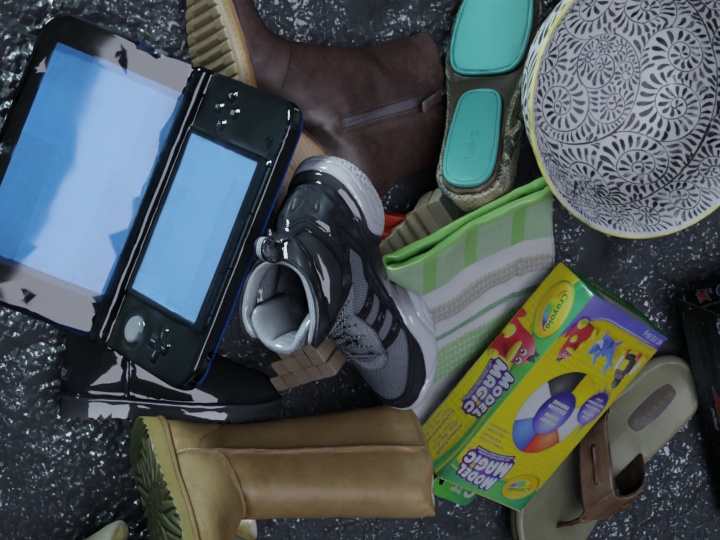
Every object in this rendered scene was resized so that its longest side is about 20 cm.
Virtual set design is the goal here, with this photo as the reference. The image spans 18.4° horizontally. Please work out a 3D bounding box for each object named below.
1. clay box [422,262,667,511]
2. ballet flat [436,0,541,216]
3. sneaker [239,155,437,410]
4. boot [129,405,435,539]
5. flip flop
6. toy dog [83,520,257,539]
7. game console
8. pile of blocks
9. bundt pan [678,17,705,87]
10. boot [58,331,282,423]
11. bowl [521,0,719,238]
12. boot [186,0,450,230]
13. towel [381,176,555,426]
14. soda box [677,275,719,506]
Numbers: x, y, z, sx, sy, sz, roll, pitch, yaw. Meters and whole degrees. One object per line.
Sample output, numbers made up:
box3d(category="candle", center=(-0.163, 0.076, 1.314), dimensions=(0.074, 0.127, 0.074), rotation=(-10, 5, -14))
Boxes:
box3d(category="clay box", center=(0.122, 0.097, 1.617), dimensions=(0.200, 0.048, 0.115), rotation=(-52, 141, 9))
box3d(category="ballet flat", center=(0.094, -0.124, 1.592), dimensions=(0.068, 0.075, 0.201), rotation=(1, 65, 19))
box3d(category="sneaker", center=(-0.019, 0.033, 1.456), dimensions=(0.114, 0.075, 0.200), rotation=(-51, 132, -39))
box3d(category="boot", center=(-0.042, 0.155, 1.491), dimensions=(0.199, 0.175, 0.066), rotation=(1, 134, -20))
box3d(category="flip flop", center=(0.191, 0.147, 1.687), dimensions=(0.200, 0.058, 0.081), rotation=(-44, 114, -10))
box3d(category="toy dog", center=(-0.151, 0.251, 1.522), dimensions=(0.199, 0.194, 0.140), rotation=(-19, 118, -16))
box3d(category="game console", center=(-0.154, -0.046, 1.452), dimensions=(0.118, 0.171, 0.201), rotation=(19, 94, -38))
box3d(category="pile of blocks", center=(0.000, 0.000, 1.588), dimensions=(0.200, 0.082, 0.062), rotation=(-42, 110, -24))
box3d(category="bundt pan", center=(0.312, -0.205, 1.658), dimensions=(0.201, 0.076, 0.203), rotation=(-4, 101, -18))
box3d(category="boot", center=(-0.128, 0.004, 1.555), dimensions=(0.164, 0.066, 0.201), rotation=(2, 95, -21))
box3d(category="bowl", center=(0.183, -0.130, 1.560), dimensions=(0.200, 0.094, 0.201), rotation=(-7, 107, -25))
box3d(category="boot", center=(-0.024, -0.139, 1.572), dimensions=(0.166, 0.072, 0.201), rotation=(-27, 105, -26))
box3d(category="towel", center=(0.080, 0.038, 1.582), dimensions=(0.149, 0.031, 0.200), rotation=(-29, 141, -22))
box3d(category="soda box", center=(0.302, 0.103, 1.696), dimensions=(0.063, 0.071, 0.201), rotation=(-26, 116, -23))
